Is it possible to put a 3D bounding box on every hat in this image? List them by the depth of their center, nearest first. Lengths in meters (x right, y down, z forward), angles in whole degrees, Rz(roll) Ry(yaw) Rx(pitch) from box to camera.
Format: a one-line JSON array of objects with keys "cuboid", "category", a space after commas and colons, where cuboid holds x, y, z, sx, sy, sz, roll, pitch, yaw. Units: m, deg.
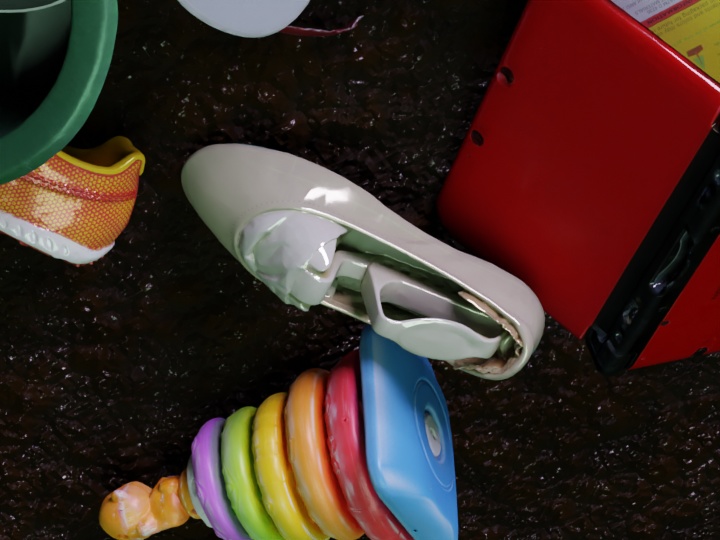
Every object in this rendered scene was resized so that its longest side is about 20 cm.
[{"cuboid": [-0.147, -0.126, 0.965, 0.166, 0.176, 0.200, -43, 86, 22], "category": "hat"}]

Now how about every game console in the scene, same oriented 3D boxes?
[{"cuboid": [0.156, -0.051, 1.027, 0.172, 0.119, 0.200, -10, 150, -23], "category": "game console"}]

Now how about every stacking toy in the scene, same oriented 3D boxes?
[{"cuboid": [-0.051, 0.112, 1.140, 0.199, 0.110, 0.116, -16, 143, 16], "category": "stacking toy"}]

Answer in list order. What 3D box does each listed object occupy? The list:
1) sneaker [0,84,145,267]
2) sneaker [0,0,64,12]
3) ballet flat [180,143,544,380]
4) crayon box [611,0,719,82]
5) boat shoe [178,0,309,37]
[{"cuboid": [-0.196, -0.068, 0.983, 0.199, 0.073, 0.077, 18, 101, -30], "category": "sneaker"}, {"cuboid": [-0.203, -0.151, 0.835, 0.199, 0.085, 0.075, 21, 107, 9], "category": "sneaker"}, {"cuboid": [0.000, 0.000, 1.035, 0.199, 0.070, 0.070, 23, 123, -7], "category": "ballet flat"}, {"cuboid": [0.181, -0.131, 1.009, 0.127, 0.051, 0.200, -26, 129, 10], "category": "crayon box"}, {"cuboid": [-0.088, -0.174, 0.850, 0.071, 0.070, 0.200, -43, 134, 5], "category": "boat shoe"}]
